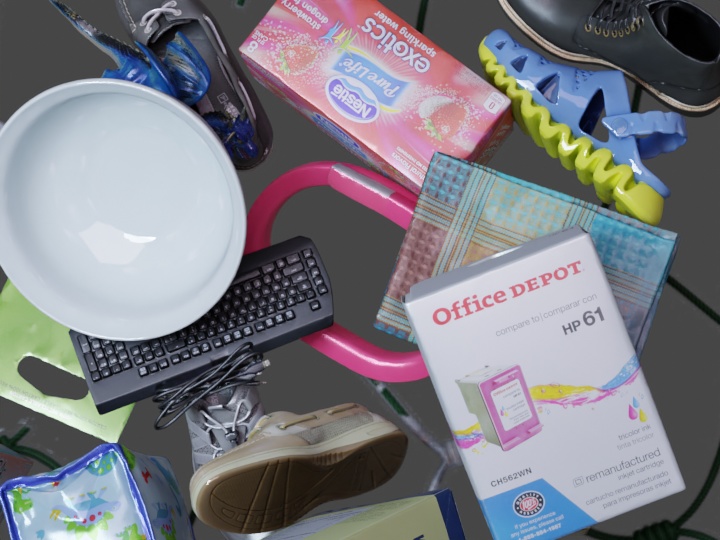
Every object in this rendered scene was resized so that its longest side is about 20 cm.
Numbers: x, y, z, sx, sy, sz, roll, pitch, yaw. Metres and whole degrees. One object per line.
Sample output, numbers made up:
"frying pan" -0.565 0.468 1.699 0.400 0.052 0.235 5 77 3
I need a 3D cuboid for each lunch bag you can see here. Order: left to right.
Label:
"lunch bag" -0.171 0.238 1.615 0.127 0.170 0.201 -20 78 5

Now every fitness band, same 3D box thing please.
"fitness band" 0.000 0.000 1.682 0.200 0.037 0.144 31 113 11

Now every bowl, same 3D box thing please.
"bowl" -0.171 -0.056 1.613 0.200 0.090 0.202 4 111 11

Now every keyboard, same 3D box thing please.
"keyboard" -0.113 0.046 1.631 0.199 0.040 0.104 -22 74 -5

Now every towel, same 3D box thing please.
"towel" 0.126 0.009 1.622 0.199 0.022 0.147 20 82 -2

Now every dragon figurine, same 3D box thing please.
"dragon figurine" -0.155 -0.147 1.684 0.099 0.059 0.201 -35 82 38

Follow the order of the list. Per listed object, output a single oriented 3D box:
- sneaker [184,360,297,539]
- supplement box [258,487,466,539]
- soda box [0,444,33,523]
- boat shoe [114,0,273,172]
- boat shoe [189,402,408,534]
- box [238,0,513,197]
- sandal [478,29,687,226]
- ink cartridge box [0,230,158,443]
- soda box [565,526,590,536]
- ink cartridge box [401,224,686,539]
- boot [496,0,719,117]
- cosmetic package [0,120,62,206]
"sneaker" -0.106 0.124 1.673 0.074 0.082 0.201 -20 79 2
"supplement box" -0.014 0.282 1.537 0.134 0.199 0.201 -15 92 40
"soda box" -0.309 0.151 1.628 0.063 0.200 0.069 28 85 10
"boat shoe" -0.134 -0.169 1.739 0.067 0.057 0.200 -34 79 -1
"boat shoe" -0.055 0.142 1.627 0.065 0.199 0.072 40 127 35
"box" 0.014 -0.141 1.701 0.200 0.095 0.100 38 86 10
"sandal" 0.176 -0.123 1.688 0.200 0.079 0.087 42 87 12
"ink cartridge box" -0.218 0.015 1.706 0.147 0.076 0.201 22 82 9
"soda box" 0.138 0.102 1.661 0.064 0.068 0.201 -4 80 4
"ink cartridge box" 0.130 0.084 1.564 0.144 0.085 0.201 -21 93 3
"boot" 0.198 -0.200 1.672 0.199 0.138 0.078 25 83 10
"cosmetic package" -0.331 -0.106 1.684 0.200 0.101 0.071 30 88 39
